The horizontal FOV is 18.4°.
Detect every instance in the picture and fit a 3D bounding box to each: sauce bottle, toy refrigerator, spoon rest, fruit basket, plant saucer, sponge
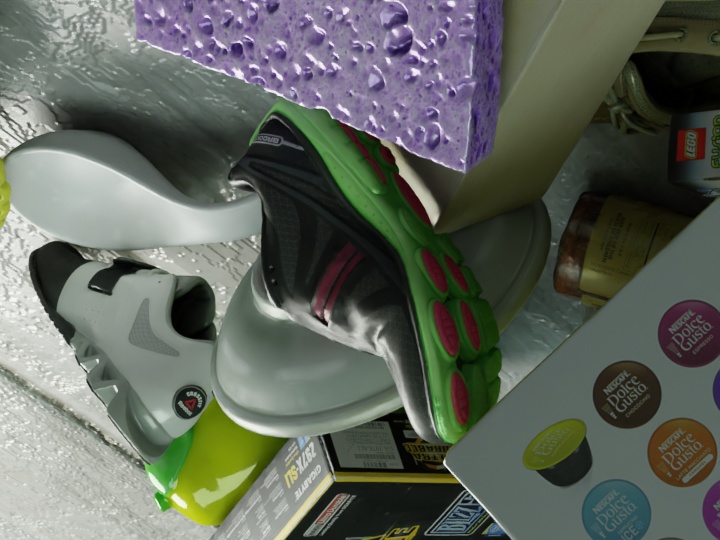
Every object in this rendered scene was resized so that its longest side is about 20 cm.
[{"bbox_3d":[0.206,0.011,1.197,0.200,0.066,0.066,17,148,12],"label":"sauce bottle"},{"bbox_3d":[0.075,-0.107,1.052,0.076,0.070,0.200,-20,156,-30],"label":"toy refrigerator"},{"bbox_3d":[-0.112,-0.045,1.240,0.200,0.061,0.099,-6,143,23],"label":"spoon rest"},{"bbox_3d":[-0.024,0.076,1.307,0.216,0.156,0.216,1,145,1],"label":"fruit basket"},{"bbox_3d":[0.000,0.000,1.155,0.200,0.200,0.050,-13,124,32],"label":"plant saucer"},{"bbox_3d":[-0.025,-0.128,1.012,0.200,0.030,0.112,23,131,28],"label":"sponge"}]

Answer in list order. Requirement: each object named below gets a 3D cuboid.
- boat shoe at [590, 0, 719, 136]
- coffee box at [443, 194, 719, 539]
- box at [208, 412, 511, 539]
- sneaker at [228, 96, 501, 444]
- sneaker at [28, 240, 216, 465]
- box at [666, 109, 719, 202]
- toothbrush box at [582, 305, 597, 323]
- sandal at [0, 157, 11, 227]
[{"bbox_3d":[0.159,-0.097,1.069,0.201,0.063,0.073,-6,144,38],"label":"boat shoe"},{"bbox_3d":[0.183,0.100,1.039,0.198,0.200,0.200,47,180,14],"label":"coffee box"},{"bbox_3d":[0.004,0.152,1.272,0.160,0.049,0.200,3,143,-33],"label":"box"},{"bbox_3d":[0.001,0.006,1.066,0.084,0.200,0.077,-40,150,19],"label":"sneaker"},{"bbox_3d":[-0.127,0.029,1.292,0.089,0.200,0.074,-40,131,-2],"label":"sneaker"},{"bbox_3d":[0.247,-0.040,1.088,0.110,0.035,0.200,-3,167,38],"label":"box"},{"bbox_3d":[0.174,0.101,1.297,0.085,0.146,0.200,2,147,11],"label":"toothbrush box"},{"bbox_3d":[-0.246,-0.069,1.205,0.079,0.087,0.200,33,150,24],"label":"sandal"}]
